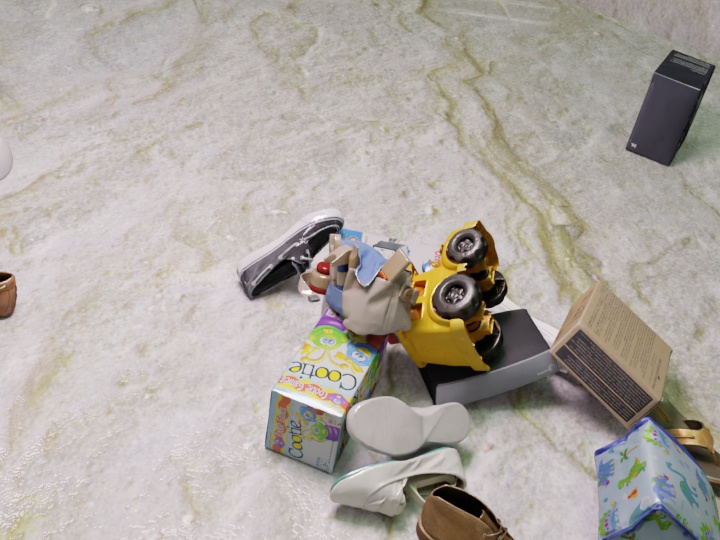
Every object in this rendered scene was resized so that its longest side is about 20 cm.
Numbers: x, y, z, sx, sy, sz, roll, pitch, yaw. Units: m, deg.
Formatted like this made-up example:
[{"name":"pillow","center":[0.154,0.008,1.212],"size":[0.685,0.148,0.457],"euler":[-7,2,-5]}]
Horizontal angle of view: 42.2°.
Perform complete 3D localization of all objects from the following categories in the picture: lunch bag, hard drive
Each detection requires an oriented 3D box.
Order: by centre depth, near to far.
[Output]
[{"name":"lunch bag","center":[0.394,0.321,1.182],"size":[0.199,0.127,0.171],"euler":[39,32,-13]},{"name":"hard drive","center":[0.186,0.127,1.410],"size":[0.196,0.043,0.136],"euler":[-16,41,-7]}]

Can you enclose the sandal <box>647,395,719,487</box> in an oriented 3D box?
[{"name":"sandal","center":[0.481,0.241,1.376],"size":[0.079,0.055,0.201],"euler":[-6,39,-24]}]

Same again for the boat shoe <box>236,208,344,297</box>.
[{"name":"boat shoe","center":[-0.105,-0.024,1.508],"size":[0.198,0.072,0.068],"euler":[-30,55,-5]}]

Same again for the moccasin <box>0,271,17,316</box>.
[{"name":"moccasin","center":[-0.595,0.026,1.331],"size":[0.197,0.079,0.074],"euler":[4,35,-12]}]

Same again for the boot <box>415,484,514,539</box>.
[{"name":"boot","center":[0.159,0.335,1.131],"size":[0.198,0.077,0.073],"euler":[28,36,20]}]

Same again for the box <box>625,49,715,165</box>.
[{"name":"box","center":[0.732,-0.386,2.206],"size":[0.116,0.200,0.200],"euler":[25,37,18]}]

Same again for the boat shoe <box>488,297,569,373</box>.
[{"name":"boat shoe","center":[0.260,0.110,1.488],"size":[0.199,0.073,0.068],"euler":[39,64,23]}]

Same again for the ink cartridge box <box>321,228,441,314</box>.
[{"name":"ink cartridge box","center":[0.043,0.018,1.531],"size":[0.195,0.087,0.148],"euler":[10,35,-1]}]

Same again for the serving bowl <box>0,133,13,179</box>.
[{"name":"serving bowl","center":[-0.719,-0.219,1.649],"size":[0.195,0.067,0.202],"euler":[7,35,-5]}]

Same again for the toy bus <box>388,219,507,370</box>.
[{"name":"toy bus","center":[0.112,0.042,1.386],"size":[0.188,0.136,0.203],"euler":[-7,52,28]}]

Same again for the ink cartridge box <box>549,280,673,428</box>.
[{"name":"ink cartridge box","center":[0.385,0.122,1.423],"size":[0.165,0.075,0.200],"euler":[45,28,5]}]

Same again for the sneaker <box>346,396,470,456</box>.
[{"name":"sneaker","center":[0.050,0.213,1.253],"size":[0.197,0.088,0.077],"euler":[9,73,-36]}]

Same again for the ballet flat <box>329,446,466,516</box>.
[{"name":"ballet flat","center":[0.057,0.277,1.195],"size":[0.197,0.070,0.070],"euler":[-8,39,-31]}]

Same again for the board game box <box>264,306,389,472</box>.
[{"name":"board game box","center":[-0.043,0.160,1.288],"size":[0.101,0.106,0.201],"euler":[19,36,11]}]

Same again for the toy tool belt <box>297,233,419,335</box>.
[{"name":"toy tool belt","center":[0.000,0.000,1.325],"size":[0.123,0.125,0.199],"euler":[-5,25,-38]}]
